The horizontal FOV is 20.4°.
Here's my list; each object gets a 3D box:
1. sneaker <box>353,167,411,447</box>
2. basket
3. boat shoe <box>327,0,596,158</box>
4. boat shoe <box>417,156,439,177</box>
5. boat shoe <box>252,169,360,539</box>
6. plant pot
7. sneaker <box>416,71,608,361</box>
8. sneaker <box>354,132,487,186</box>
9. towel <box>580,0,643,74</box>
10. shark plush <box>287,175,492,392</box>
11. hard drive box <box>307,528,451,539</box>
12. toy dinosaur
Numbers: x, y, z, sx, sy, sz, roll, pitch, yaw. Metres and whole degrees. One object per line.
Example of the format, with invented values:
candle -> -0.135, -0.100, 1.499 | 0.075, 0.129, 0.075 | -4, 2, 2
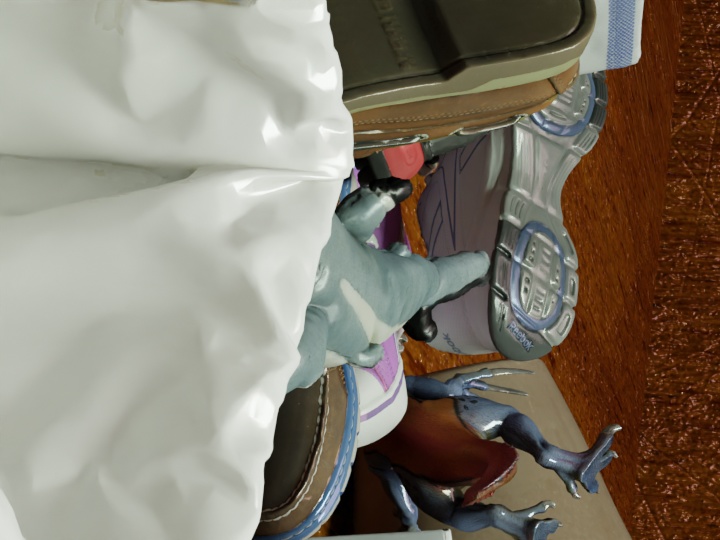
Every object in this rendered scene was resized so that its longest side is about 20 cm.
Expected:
sneaker -> -0.016, 0.001, 0.975 | 0.201, 0.072, 0.115 | -81, 165, -63
basket -> -0.106, -0.023, 0.410 | 0.199, 0.160, 0.201 | 77, 22, -49
boat shoe -> -0.010, -0.071, 0.753 | 0.068, 0.199, 0.072 | 107, -24, -58
boat shoe -> 0.036, -0.105, 1.084 | 0.073, 0.062, 0.200 | 47, 15, -5
boat shoe -> -0.043, 0.019, 0.875 | 0.072, 0.072, 0.201 | 56, 31, -60
plant pot -> 0.071, 0.145, 1.151 | 0.200, 0.199, 0.176 | 20, 57, -75
sneaker -> 0.066, -0.051, 0.995 | 0.074, 0.087, 0.201 | 30, 64, -36
sneaker -> 0.028, -0.114, 0.957 | 0.201, 0.097, 0.071 | -104, 173, -57
towel -> 0.017, -0.112, 0.791 | 0.147, 0.199, 0.024 | 77, 4, -60
shark plush -> 0.000, 0.000, 0.792 | 0.199, 0.091, 0.084 | 12, 108, -42
hard drive box -> 0.009, 0.236, 0.964 | 0.156, 0.076, 0.201 | 96, -10, -74
toy dinosaur -> 0.035, 0.069, 0.991 | 0.105, 0.181, 0.200 | -56, 151, -13
